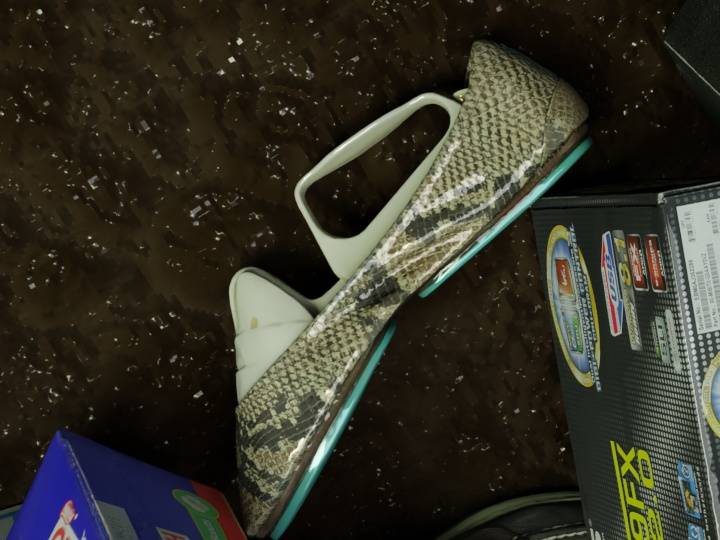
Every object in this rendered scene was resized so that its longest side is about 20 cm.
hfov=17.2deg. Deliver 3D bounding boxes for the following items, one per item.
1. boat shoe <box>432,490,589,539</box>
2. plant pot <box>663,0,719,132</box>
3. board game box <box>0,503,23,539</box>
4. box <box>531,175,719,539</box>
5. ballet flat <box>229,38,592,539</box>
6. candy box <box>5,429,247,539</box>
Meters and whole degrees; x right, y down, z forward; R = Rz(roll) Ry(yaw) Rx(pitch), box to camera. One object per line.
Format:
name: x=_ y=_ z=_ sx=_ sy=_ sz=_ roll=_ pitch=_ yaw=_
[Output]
boat shoe: x=0.036 y=0.138 z=0.903 sx=0.199 sy=0.066 sz=0.072 roll=-12 pitch=108 yaw=-22
plant pot: x=0.225 y=-0.062 z=0.821 sx=0.177 sy=0.200 sz=0.200 roll=-36 pitch=115 yaw=4
board game box: x=-0.119 y=0.188 z=0.913 sx=0.133 sy=0.034 sz=0.202 roll=-16 pitch=113 yaw=-7
box: x=0.115 y=0.068 z=0.830 sx=0.044 sy=0.160 sz=0.202 roll=-10 pitch=94 yaw=-11
ballet flat: x=0.000 y=0.000 z=0.865 sx=0.075 sy=0.068 sz=0.200 roll=38 pitch=92 yaw=-1
candy box: x=-0.099 y=0.183 z=0.805 sx=0.077 sy=0.169 sz=0.201 roll=21 pitch=104 yaw=-23
